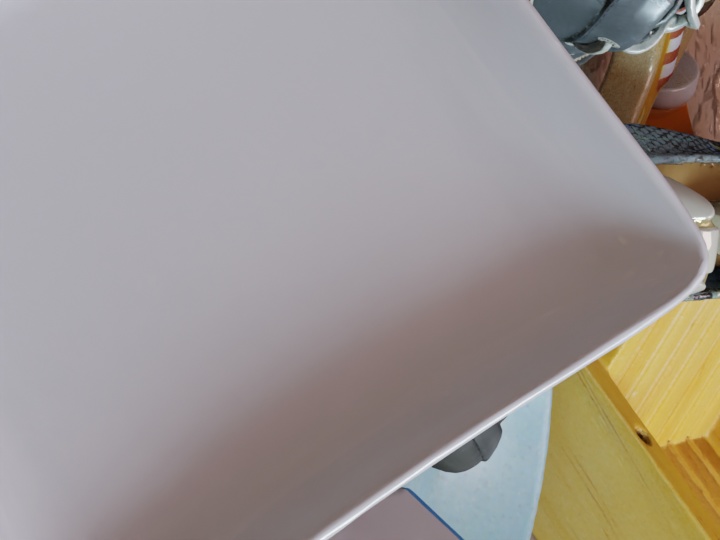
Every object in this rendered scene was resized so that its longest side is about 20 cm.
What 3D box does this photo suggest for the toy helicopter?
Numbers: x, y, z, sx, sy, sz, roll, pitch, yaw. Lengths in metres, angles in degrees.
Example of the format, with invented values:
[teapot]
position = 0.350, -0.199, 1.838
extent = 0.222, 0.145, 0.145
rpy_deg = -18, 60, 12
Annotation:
[toy helicopter]
position = 0.112, -0.080, 1.027
extent = 0.132, 0.078, 0.201
rpy_deg = 83, 29, -68

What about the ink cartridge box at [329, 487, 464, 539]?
[ink cartridge box]
position = -0.024, 0.188, 0.794
extent = 0.201, 0.128, 0.125
rpy_deg = -55, 159, 17

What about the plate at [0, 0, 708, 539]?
[plate]
position = -0.045, -0.022, 0.646
extent = 0.199, 0.200, 0.032
rpy_deg = -34, 166, -5

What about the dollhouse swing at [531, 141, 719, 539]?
[dollhouse swing]
position = 0.185, 0.061, 1.097
extent = 0.176, 0.182, 0.200
rpy_deg = -45, 159, 24

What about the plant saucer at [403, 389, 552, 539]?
[plant saucer]
position = 0.019, 0.058, 0.955
extent = 0.201, 0.038, 0.203
rpy_deg = -17, 109, -62

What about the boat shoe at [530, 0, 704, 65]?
[boat shoe]
position = 0.075, -0.086, 0.799
extent = 0.073, 0.062, 0.200
rpy_deg = -58, 172, 2

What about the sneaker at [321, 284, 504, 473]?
[sneaker]
position = -0.050, 0.021, 0.706
extent = 0.091, 0.199, 0.067
rpy_deg = -51, 147, -15

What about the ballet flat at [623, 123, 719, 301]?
[ballet flat]
position = 0.128, -0.018, 0.954
extent = 0.199, 0.074, 0.075
rpy_deg = -7, 106, -35
